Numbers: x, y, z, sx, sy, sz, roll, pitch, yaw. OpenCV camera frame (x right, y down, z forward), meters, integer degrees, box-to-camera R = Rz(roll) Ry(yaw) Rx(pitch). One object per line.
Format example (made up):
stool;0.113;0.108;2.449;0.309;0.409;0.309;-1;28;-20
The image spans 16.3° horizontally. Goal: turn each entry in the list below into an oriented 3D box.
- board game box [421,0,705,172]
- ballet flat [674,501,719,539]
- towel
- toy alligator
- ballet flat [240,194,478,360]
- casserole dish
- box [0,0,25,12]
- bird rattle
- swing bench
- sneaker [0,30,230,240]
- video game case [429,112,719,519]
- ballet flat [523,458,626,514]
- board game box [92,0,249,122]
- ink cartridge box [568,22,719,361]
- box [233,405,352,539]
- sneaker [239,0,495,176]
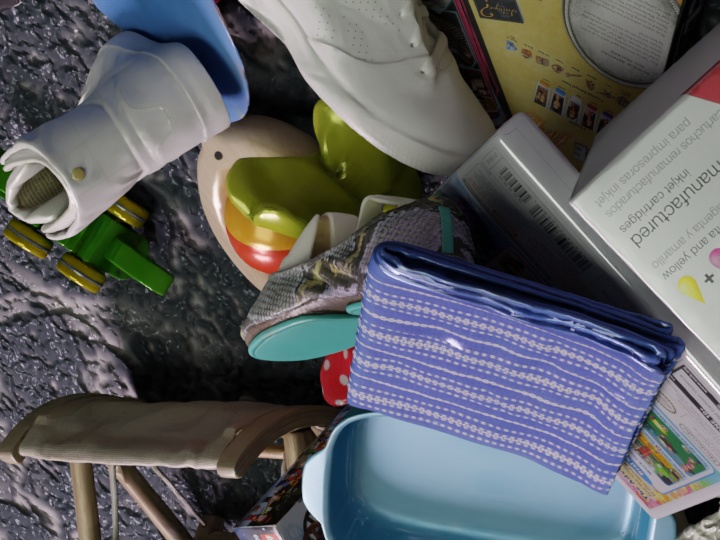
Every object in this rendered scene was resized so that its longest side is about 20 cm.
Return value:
board game box;0.066;-0.133;1.243;0.200;0.035;0.136;28;138;17
ballet flat;0.173;0.148;1.384;0.072;0.072;0.200;54;146;-13
towel;0.066;0.050;1.178;0.145;0.024;0.200;18;157;4
toy alligator;-0.191;-0.042;1.525;0.200;0.059;0.054;32;180;13
ballet flat;0.000;0.000;1.254;0.072;0.072;0.200;51;152;-10
casserole dish;0.070;0.117;1.344;0.200;0.039;0.121;8;128;6
box;-0.280;-0.222;1.429;0.198;0.050;0.200;-15;114;50
bird rattle;-0.020;-0.019;1.397;0.163;0.113;0.200;30;153;33
swing bench;-0.086;0.159;1.558;0.199;0.130;0.200;1;120;39
sneaker;-0.149;-0.072;1.362;0.074;0.116;0.200;58;168;-9
video game case;0.111;0.028;1.202;0.200;0.024;0.182;48;162;1
ballet flat;0.077;0.052;1.358;0.200;0.071;0.071;45;142;-21
board game box;-0.109;-0.169;1.334;0.200;0.039;0.158;42;162;32
ink cartridge box;0.214;-0.019;1.099;0.145;0.145;0.200;-43;94;16
box;0.022;0.186;1.480;0.038;0.137;0.200;-8;119;45
sneaker;0.006;-0.132;1.221;0.200;0.075;0.088;44;115;-11
